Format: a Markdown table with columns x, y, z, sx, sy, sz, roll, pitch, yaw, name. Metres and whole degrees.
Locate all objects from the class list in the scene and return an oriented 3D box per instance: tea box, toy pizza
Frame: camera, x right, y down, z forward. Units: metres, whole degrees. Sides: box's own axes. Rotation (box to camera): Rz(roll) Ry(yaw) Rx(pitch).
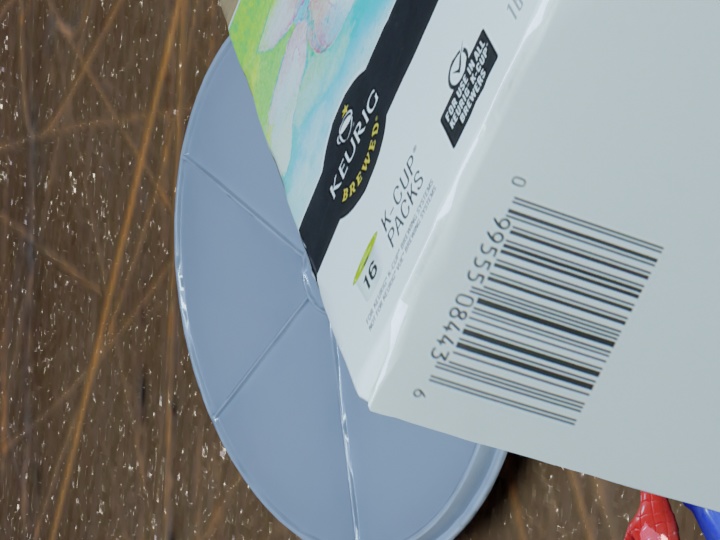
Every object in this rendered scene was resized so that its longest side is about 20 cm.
| x | y | z | sx | sy | sz | roll | pitch | yaw | name |
| --- | --- | --- | --- | --- | --- | --- | --- | --- | --- |
| 0.076 | -0.084 | 0.646 | 0.201 | 0.133 | 0.197 | -65 | 22 | 22 | tea box |
| 0.000 | 0.000 | 1.007 | 0.200 | 0.032 | 0.202 | 14 | 107 | 53 | toy pizza |

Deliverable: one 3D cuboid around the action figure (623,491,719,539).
| x | y | z | sx | sy | sz | roll | pitch | yaw | name |
| --- | --- | --- | --- | --- | --- | --- | --- | --- | --- |
| 0.100 | 0.065 | 0.805 | 0.052 | 0.065 | 0.200 | -43 | 58 | 17 | action figure |
